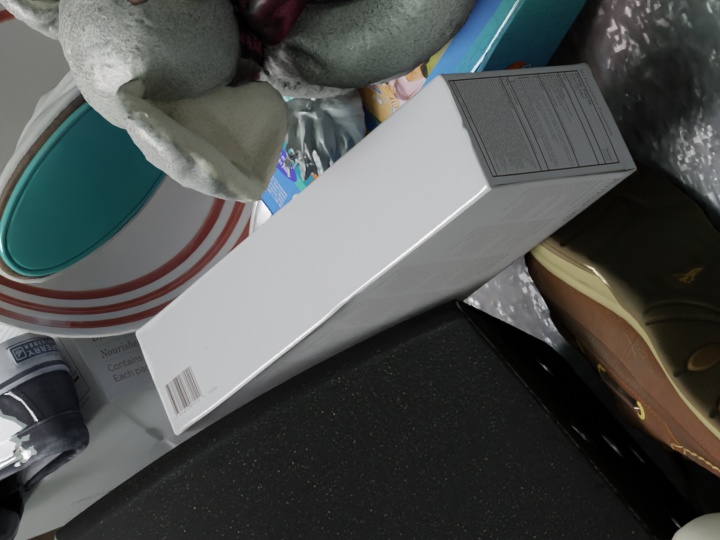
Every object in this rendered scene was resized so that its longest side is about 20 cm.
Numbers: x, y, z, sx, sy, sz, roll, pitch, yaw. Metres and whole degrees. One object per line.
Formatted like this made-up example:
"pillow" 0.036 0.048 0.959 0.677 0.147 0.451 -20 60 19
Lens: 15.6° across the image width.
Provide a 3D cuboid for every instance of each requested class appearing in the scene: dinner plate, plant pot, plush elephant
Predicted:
"dinner plate" -0.135 -0.057 1.210 0.201 0.199 0.024 57 155 15
"plant pot" 0.035 0.126 1.031 0.200 0.177 0.200 49 -170 22
"plush elephant" -0.047 -0.110 0.947 0.164 0.154 0.201 35 125 36

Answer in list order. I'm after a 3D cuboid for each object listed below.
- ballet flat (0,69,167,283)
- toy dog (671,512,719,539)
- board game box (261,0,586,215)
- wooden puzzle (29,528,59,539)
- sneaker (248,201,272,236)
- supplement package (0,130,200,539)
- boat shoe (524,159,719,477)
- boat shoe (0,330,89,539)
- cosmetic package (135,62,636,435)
"ballet flat" -0.105 -0.082 1.174 0.069 0.201 0.069 36 176 3
"toy dog" 0.181 0.185 0.904 0.193 0.140 0.201 22 149 23
"board game box" 0.003 -0.108 1.046 0.152 0.045 0.200 54 136 22
"wooden puzzle" -0.187 0.064 1.413 0.037 0.184 0.201 -22 93 60
"sneaker" 0.000 0.000 1.176 0.098 0.071 0.202 18 111 13
"supplement package" -0.147 0.001 1.298 0.201 0.151 0.151 57 136 16
"boat shoe" 0.128 0.033 0.968 0.200 0.072 0.068 47 153 43
"boat shoe" -0.188 0.103 1.217 0.200 0.071 0.068 -39 74 39
"cosmetic package" 0.005 -0.007 0.986 0.200 0.082 0.051 -38 68 41
